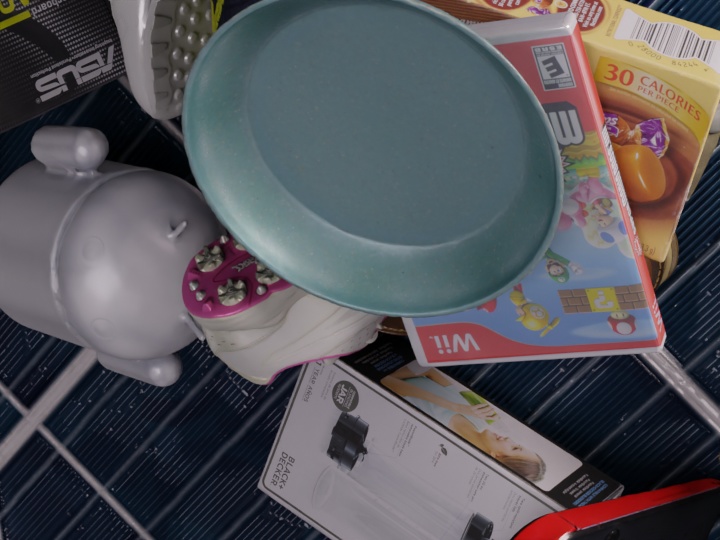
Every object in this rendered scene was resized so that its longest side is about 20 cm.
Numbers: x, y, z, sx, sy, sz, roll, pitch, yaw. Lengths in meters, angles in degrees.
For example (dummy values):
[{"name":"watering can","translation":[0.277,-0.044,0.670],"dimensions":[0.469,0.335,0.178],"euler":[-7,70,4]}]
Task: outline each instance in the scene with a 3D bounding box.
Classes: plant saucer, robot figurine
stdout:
[{"name":"plant saucer","translation":[0.009,-0.065,1.057],"dimensions":[0.199,0.036,0.201],"euler":[11,130,13]},{"name":"robot figurine","translation":[-0.154,-0.010,1.265],"dimensions":[0.200,0.113,0.170],"euler":[15,130,51]}]

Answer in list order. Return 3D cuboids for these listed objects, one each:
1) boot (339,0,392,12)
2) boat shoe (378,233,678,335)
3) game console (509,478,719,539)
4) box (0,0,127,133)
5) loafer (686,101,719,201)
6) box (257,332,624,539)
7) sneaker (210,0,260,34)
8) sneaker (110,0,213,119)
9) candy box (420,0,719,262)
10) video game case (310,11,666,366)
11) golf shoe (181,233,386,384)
[{"name":"boot","translation":[0.009,-0.231,0.977],"dimensions":[0.073,0.162,0.199],"euler":[10,88,6]},{"name":"boat shoe","translation":[0.081,0.003,1.213],"dimensions":[0.199,0.068,0.072],"euler":[-10,106,27]},{"name":"game console","translation":[0.124,0.214,1.220],"dimensions":[0.031,0.176,0.201],"euler":[45,126,37]},{"name":"box","translation":[-0.247,-0.152,1.227],"dimensions":[0.044,0.200,0.161],"euler":[-9,107,54]},{"name":"loafer","translation":[0.102,-0.077,1.167],"dimensions":[0.199,0.075,0.070],"euler":[11,110,20]},{"name":"box","translation":[0.046,0.132,1.266],"dimensions":[0.200,0.060,0.117],"euler":[32,119,21]},{"name":"sneaker","translation":[-0.037,-0.154,1.152],"dimensions":[0.082,0.200,0.074],"euler":[0,81,-9]},{"name":"sneaker","translation":[-0.124,-0.190,1.238],"dimensions":[0.080,0.076,0.201],"euler":[12,111,33]},{"name":"candy box","translation":[0.083,-0.094,1.093],"dimensions":[0.199,0.057,0.117],"euler":[19,128,6]},{"name":"video game case","translation":[0.068,-0.036,1.093],"dimensions":[0.142,0.017,0.201],"euler":[-5,124,25]},{"name":"golf shoe","translation":[0.000,0.000,1.195],"dimensions":[0.199,0.075,0.092],"euler":[-20,131,-2]}]
